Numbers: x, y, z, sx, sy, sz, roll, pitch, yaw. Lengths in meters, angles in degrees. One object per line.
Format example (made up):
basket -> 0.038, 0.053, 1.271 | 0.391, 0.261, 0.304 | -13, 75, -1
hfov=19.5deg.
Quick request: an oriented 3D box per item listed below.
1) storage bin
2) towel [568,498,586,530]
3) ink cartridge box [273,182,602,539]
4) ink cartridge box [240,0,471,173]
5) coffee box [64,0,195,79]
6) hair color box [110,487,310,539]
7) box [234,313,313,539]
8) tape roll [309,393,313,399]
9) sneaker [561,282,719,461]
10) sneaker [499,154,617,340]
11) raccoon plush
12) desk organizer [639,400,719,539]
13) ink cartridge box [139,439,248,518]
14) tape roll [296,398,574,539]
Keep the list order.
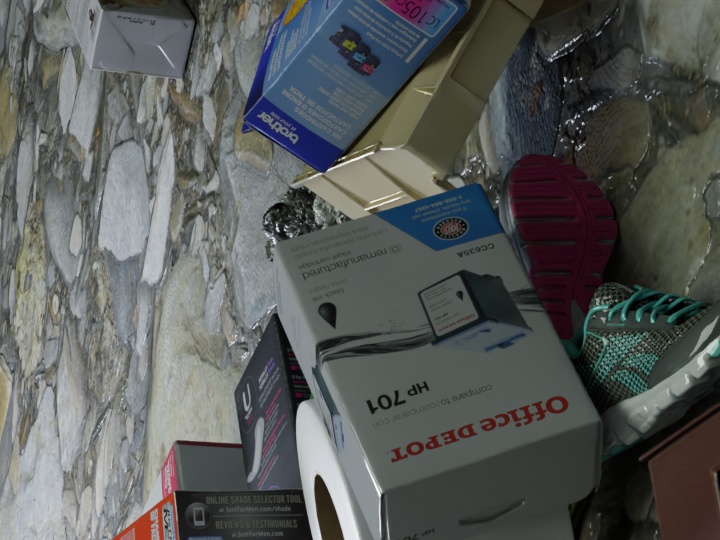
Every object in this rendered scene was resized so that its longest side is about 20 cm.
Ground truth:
storage bin -> 0.065, -0.128, 1.477 | 0.200, 0.094, 0.198 | -60, 16, -16
towel -> 0.117, 0.121, 1.497 | 0.200, 0.018, 0.086 | -122, 48, -60
ink cartridge box -> 0.046, 0.060, 1.308 | 0.086, 0.146, 0.200 | 86, 163, -51
ink cartridge box -> -0.007, -0.162, 1.450 | 0.200, 0.076, 0.137 | -49, 17, 31
coffee box -> -0.278, -0.306, 2.504 | 0.200, 0.114, 0.080 | -120, 40, -58
hair color box -> -0.125, 0.225, 1.671 | 0.200, 0.111, 0.064 | 137, 131, -60
box -> -0.029, 0.152, 1.741 | 0.122, 0.106, 0.200 | 119, 148, -46
tape roll -> 0.032, 0.084, 1.599 | 0.200, 0.048, 0.201 | -44, 33, 39
sneaker -> 0.172, 0.043, 1.247 | 0.091, 0.077, 0.200 | 60, 147, 10
sneaker -> 0.124, 0.017, 1.411 | 0.088, 0.081, 0.201 | 131, 140, -54
raccoon plush -> 0.000, 0.000, 1.791 | 0.134, 0.097, 0.201 | 10, 124, 56
desk organizer -> 0.233, 0.103, 1.120 | 0.200, 0.072, 0.077 | 131, 137, -57
ink cartridge box -> -0.126, 0.247, 1.916 | 0.200, 0.145, 0.084 | 118, 149, -45
tape roll -> 0.048, 0.169, 1.408 | 0.203, 0.139, 0.203 | 168, 90, -79
